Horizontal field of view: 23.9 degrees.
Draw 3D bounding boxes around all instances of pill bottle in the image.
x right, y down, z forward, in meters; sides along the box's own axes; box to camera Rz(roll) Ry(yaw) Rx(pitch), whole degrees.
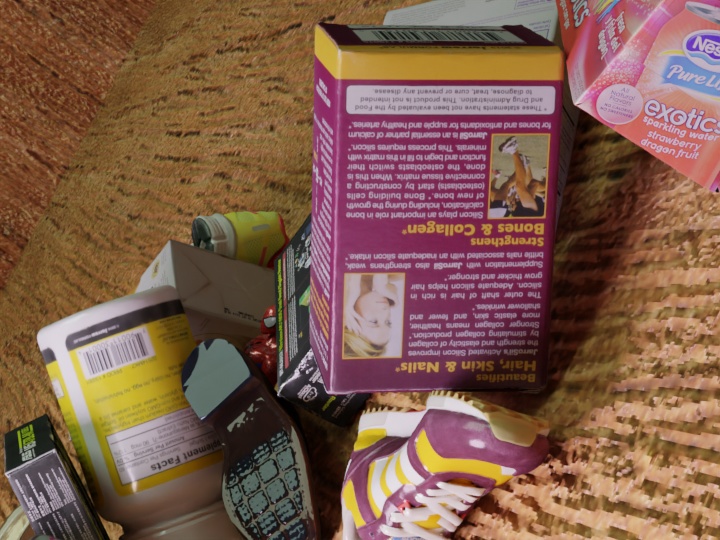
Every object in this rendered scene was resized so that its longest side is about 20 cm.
[{"bbox_3d":[-0.161,0.122,1.286,0.114,0.201,0.114,-19,-2,-1],"label":"pill bottle"}]

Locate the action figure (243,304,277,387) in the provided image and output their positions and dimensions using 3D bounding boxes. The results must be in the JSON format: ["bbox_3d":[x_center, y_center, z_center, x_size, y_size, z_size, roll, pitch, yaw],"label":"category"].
[{"bbox_3d":[-0.102,0.111,1.365,0.200,0.052,0.065,-60,12,21],"label":"action figure"}]

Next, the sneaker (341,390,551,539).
[{"bbox_3d":[0.045,0.124,0.967,0.200,0.075,0.091,152,135,-69],"label":"sneaker"}]

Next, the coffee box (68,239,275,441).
[{"bbox_3d":[-0.167,0.075,1.501,0.200,0.114,0.080,-47,40,34],"label":"coffee box"}]

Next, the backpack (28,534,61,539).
[{"bbox_3d":[-0.178,0.280,1.118,0.154,0.200,0.176,-54,14,2],"label":"backpack"}]

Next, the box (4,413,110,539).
[{"bbox_3d":[-0.211,0.217,1.293,0.047,0.201,0.193,-26,9,-8],"label":"box"}]

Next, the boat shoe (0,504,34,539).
[{"bbox_3d":[-0.347,0.333,1.717,0.076,0.071,0.201,9,78,56],"label":"boat shoe"}]

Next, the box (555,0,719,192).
[{"bbox_3d":[0.179,-0.149,0.955,0.095,0.102,0.200,-50,20,29],"label":"box"}]

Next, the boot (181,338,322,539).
[{"bbox_3d":[-0.055,0.141,1.222,0.075,0.097,0.200,-36,53,13],"label":"boot"}]

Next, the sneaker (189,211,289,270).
[{"bbox_3d":[-0.109,-0.007,1.580,0.200,0.090,0.079,128,126,-75],"label":"sneaker"}]

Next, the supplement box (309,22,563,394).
[{"bbox_3d":[0.040,-0.038,0.982,0.103,0.130,0.201,-120,31,-72],"label":"supplement box"}]

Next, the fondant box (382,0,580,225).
[{"bbox_3d":[0.070,-0.102,1.145,0.144,0.058,0.201,-8,47,30],"label":"fondant box"}]

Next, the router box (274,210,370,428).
[{"bbox_3d":[0.000,0.000,1.270,0.150,0.062,0.200,-52,20,23],"label":"router box"}]
